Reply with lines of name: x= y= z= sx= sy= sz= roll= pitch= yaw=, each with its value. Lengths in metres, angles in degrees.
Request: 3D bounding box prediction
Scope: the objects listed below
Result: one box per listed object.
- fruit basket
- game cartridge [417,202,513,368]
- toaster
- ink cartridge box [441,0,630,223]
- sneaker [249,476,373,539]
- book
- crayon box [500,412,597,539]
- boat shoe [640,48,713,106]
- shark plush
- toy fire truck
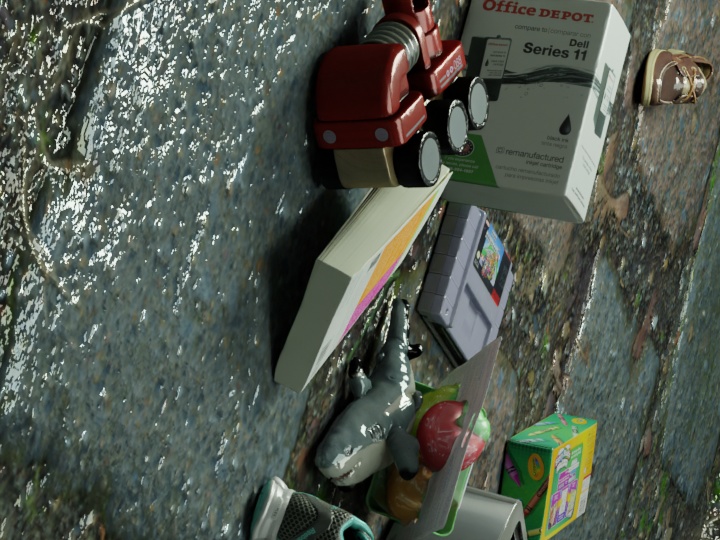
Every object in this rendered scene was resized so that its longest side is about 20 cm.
fruit basket: x=0.078 y=0.168 z=1.861 sx=0.200 sy=0.094 sz=0.186 roll=-35 pitch=-146 yaw=64
game cartridge: x=0.111 y=0.020 z=2.059 sx=0.130 sy=0.038 sz=0.200 roll=-69 pitch=157 yaw=-16
toaster: x=0.084 y=0.316 z=2.013 sx=0.200 sy=0.118 sz=0.181 roll=79 pitch=29 yaw=-44
ink cartridge box: x=0.160 y=-0.160 z=1.939 sx=0.083 sy=0.146 sz=0.200 roll=45 pitch=58 yaw=-64
sneaker: x=-0.026 y=0.242 z=1.725 sx=0.200 sy=0.091 sz=0.078 roll=56 pitch=50 yaw=-62
book: x=0.000 y=0.000 z=1.696 sx=0.200 sy=0.048 sz=0.134 roll=-51 pitch=167 yaw=-52
crayon box: x=0.224 y=0.247 z=2.427 sx=0.200 sy=0.058 sz=0.119 roll=-13 pitch=112 yaw=-68
boat shoe: x=0.421 y=-0.253 z=2.676 sx=0.200 sy=0.072 sz=0.072 roll=-25 pitch=123 yaw=-65
shark plush: x=0.019 y=0.109 z=1.820 sx=0.083 sy=0.091 sz=0.200 roll=41 pitch=63 yaw=-30
toy fire truck: x=0.036 y=-0.184 z=1.660 sx=0.176 sy=0.128 sz=0.200 roll=-49 pitch=132 yaw=-52
